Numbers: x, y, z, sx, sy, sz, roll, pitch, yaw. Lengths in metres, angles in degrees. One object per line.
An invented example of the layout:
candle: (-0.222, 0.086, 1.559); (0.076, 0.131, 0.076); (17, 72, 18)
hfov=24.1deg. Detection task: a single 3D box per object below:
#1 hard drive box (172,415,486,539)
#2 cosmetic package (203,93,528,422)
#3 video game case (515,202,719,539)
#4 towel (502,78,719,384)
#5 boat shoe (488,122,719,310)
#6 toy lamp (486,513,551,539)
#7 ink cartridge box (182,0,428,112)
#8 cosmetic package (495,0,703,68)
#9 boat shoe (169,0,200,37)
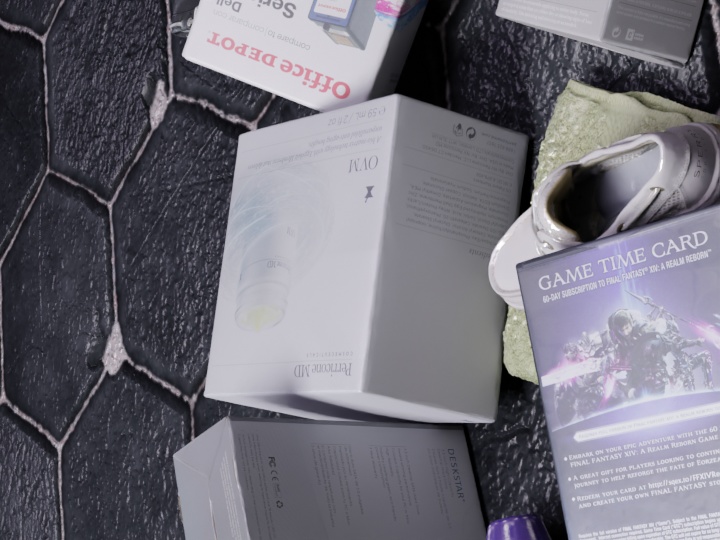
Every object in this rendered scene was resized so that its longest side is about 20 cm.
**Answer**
hard drive box: (-0.012, 0.184, 1.120); (0.077, 0.199, 0.157); (-36, 56, 45)
cosmetic package: (0.000, 0.000, 1.178); (0.199, 0.122, 0.201); (-8, 73, 54)
video game case: (0.161, 0.078, 0.910); (0.142, 0.019, 0.201); (-17, 78, 41)
towel: (0.154, -0.014, 1.063); (0.148, 0.036, 0.201); (21, 102, 54)
boat shoe: (0.131, -0.035, 1.006); (0.200, 0.069, 0.071); (-38, 56, 46)
toy lamp: (0.115, 0.255, 1.061); (0.058, 0.058, 0.201); (-29, 63, 48)
ink cartridge box: (-0.023, -0.220, 1.217); (0.145, 0.087, 0.201); (23, 100, 10)
cosmetic package: (0.166, -0.239, 1.040); (0.107, 0.090, 0.201); (29, 105, 52)
boat shoe: (-0.110, -0.207, 1.415); (0.199, 0.073, 0.068); (25, 101, 53)
